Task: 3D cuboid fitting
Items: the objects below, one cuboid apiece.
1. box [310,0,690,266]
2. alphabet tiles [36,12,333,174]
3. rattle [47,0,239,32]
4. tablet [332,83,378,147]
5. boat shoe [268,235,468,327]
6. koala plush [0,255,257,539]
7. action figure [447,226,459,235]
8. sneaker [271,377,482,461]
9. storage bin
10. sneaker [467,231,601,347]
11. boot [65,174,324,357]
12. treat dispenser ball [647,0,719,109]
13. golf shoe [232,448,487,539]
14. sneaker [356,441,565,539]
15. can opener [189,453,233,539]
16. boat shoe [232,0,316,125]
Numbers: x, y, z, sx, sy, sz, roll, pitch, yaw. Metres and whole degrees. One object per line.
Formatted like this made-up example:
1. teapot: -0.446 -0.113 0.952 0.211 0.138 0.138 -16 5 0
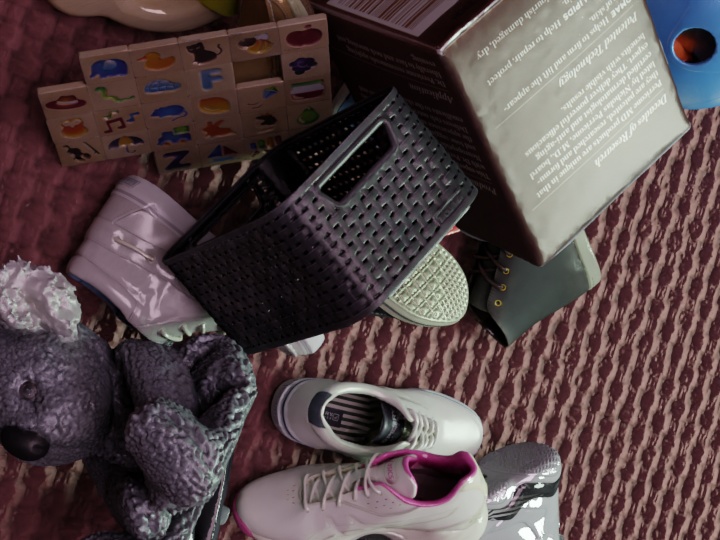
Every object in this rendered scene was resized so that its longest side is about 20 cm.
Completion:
1. box: 0.098 -0.146 1.202 0.164 0.166 0.201 -42 129 -16
2. alphabet tiles: -0.118 -0.114 1.188 0.198 0.167 0.008 -9 65 -4
3. rattle: -0.175 -0.246 1.203 0.198 0.130 0.144 -6 75 1
4. tablet: 0.081 -0.129 1.380 0.199 0.014 0.130 32 97 -31
5. boat shoe: 0.000 0.000 1.333 0.199 0.062 0.075 14 74 -34
6. koala plush: -0.184 0.093 1.155 0.199 0.178 0.184 25 37 -3
7. action figure: 0.032 -0.123 1.315 0.098 0.065 0.201 -14 117 -27
8. sneaker: 0.026 0.128 1.357 0.199 0.071 0.074 9 90 -34
9. storage bin: -0.030 -0.030 1.157 0.094 0.200 0.135 50 62 -13
10. sneaker: 0.117 -0.030 1.380 0.106 0.075 0.201 -40 123 -13
11. boot: -0.124 0.026 1.258 0.200 0.073 0.096 39 75 -20
12. treat dispenser ball: 0.272 -0.234 1.396 0.200 0.200 0.203 -4 97 -32
13. golf shoe: 0.001 0.167 1.305 0.198 0.076 0.092 -2 142 -5
14. sneaker: 0.088 0.230 1.403 0.199 0.075 0.116 -24 114 -22
15. can opener: -0.120 0.150 1.277 0.063 0.078 0.201 20 75 -27
16. boat shoe: -0.069 -0.142 1.220 0.076 0.072 0.200 -24 150 -11
